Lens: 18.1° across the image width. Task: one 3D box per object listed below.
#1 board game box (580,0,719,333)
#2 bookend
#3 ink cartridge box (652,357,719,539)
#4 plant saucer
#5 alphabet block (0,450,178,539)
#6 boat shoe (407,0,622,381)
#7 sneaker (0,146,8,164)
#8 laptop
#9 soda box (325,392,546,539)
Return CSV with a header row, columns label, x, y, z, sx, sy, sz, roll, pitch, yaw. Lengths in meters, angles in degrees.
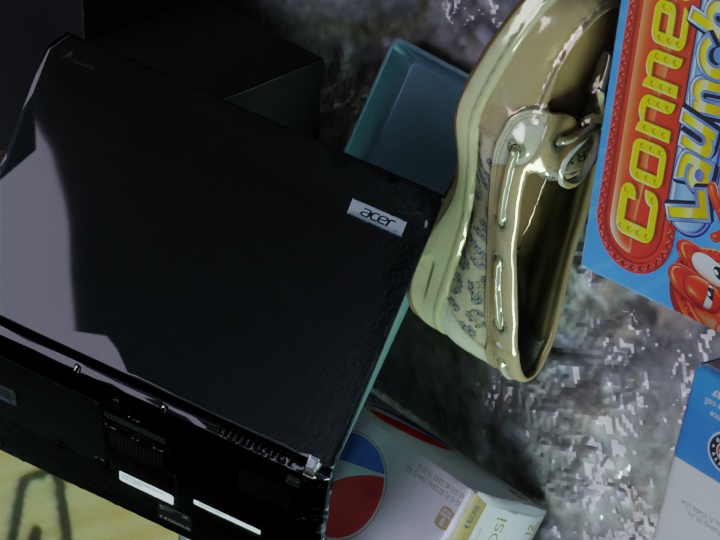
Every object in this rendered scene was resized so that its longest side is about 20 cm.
label,x,y,z,sx,sy,sz,roll,pitch,yaw
board game box,0.181,-0.061,0.809,0.195,0.056,0.201,27,121,40
bookend,-0.093,-0.119,1.047,0.198,0.092,0.201,30,131,38
ink cartridge box,0.169,0.142,0.867,0.116,0.067,0.201,30,119,39
plant saucer,0.000,0.000,1.005,0.070,0.019,0.201,32,102,43
alphabet block,-0.232,0.145,1.227,0.195,0.199,0.197,8,108,46
boat shoe,0.077,-0.041,0.929,0.063,0.073,0.201,41,140,25
sneaker,-0.119,-0.036,0.999,0.199,0.076,0.071,3,120,23
laptop,-0.072,0.025,0.960,0.177,0.104,0.200,24,151,10
soda box,-0.013,0.089,1.051,0.200,0.064,0.068,32,97,38
